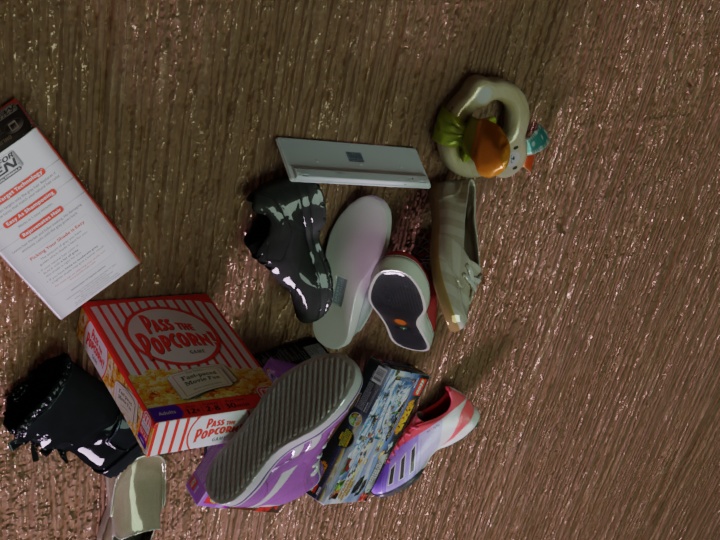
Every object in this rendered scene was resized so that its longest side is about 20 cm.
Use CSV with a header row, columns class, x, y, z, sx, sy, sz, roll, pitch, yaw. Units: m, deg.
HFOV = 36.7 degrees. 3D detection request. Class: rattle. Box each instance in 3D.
class,x,y,z,sx,sy,sz,roll,pitch,yaw
rattle,0.192,-0.141,1.288,0.200,0.143,0.131,32,83,-42

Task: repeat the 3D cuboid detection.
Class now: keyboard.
class,x,y,z,sx,sy,sz,roll,pitch,yaw
keyboard,-0.004,-0.119,1.209,0.199,0.056,0.011,0,144,-39

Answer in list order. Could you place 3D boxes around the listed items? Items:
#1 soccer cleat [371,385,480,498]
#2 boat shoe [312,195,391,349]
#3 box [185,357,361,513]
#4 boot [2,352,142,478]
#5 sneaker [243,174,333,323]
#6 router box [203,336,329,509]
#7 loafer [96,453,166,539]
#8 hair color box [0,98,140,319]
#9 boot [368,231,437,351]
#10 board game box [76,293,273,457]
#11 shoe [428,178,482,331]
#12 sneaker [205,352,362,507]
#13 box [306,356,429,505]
class,x,y,z,sx,sy,sz,roll,pitch,yaw
soccer cleat,0.081,0.251,1.595,0.200,0.068,0.073,-40,116,2
boat shoe,0.000,0.000,1.309,0.068,0.072,0.201,-29,134,-60
box,-0.105,0.205,1.318,0.136,0.039,0.200,18,111,-45
boot,-0.281,0.137,1.196,0.198,0.073,0.162,-45,136,3
sneaker,-0.084,-0.022,1.224,0.090,0.076,0.201,-18,125,-17
router box,-0.118,0.193,1.376,0.149,0.062,0.201,-15,132,-30
loafer,-0.273,0.289,1.329,0.075,0.068,0.201,-8,128,-34
hair color box,-0.302,-0.053,1.021,0.101,0.061,0.200,-36,140,-8
boot,0.067,-0.008,1.308,0.200,0.072,0.145,71,34,-62
board game box,-0.190,0.102,1.136,0.151,0.200,0.047,-4,126,-37
shoe,0.115,-0.024,1.280,0.053,0.201,0.070,-12,150,18
sneaker,-0.056,0.164,1.097,0.200,0.073,0.114,-43,144,15
box,0.011,0.216,1.459,0.201,0.040,0.137,-63,153,3
